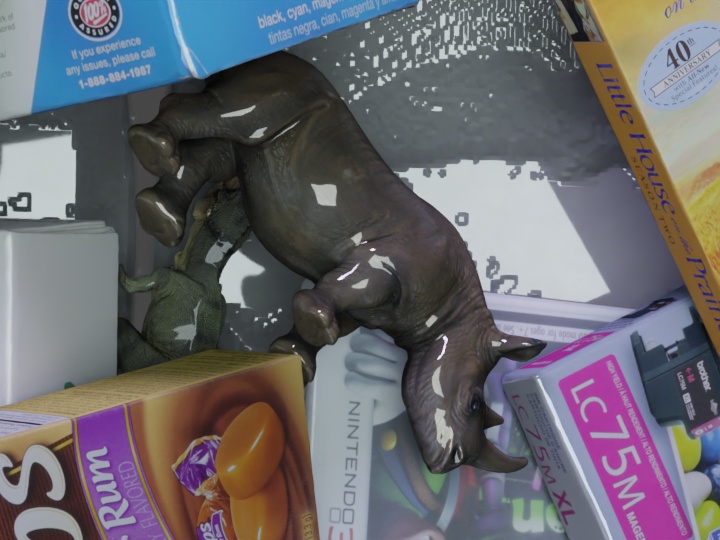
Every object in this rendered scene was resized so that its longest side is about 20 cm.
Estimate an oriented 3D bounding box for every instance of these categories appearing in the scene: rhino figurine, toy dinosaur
[{"bbox_3d":[0.000,0.000,1.084,0.200,0.060,0.087,48,57,-10],"label":"rhino figurine"},{"bbox_3d":[-0.091,0.050,1.136,0.088,0.047,0.201,1,73,30],"label":"toy dinosaur"}]

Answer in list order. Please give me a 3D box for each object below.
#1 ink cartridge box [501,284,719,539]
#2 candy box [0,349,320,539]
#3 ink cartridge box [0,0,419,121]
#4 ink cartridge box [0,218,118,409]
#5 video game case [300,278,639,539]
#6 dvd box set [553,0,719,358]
[{"bbox_3d":[0.166,0.056,1.159,0.200,0.042,0.120,-25,94,-24],"label":"ink cartridge box"},{"bbox_3d":[-0.101,0.104,1.017,0.200,0.056,0.117,-15,102,-42],"label":"candy box"},{"bbox_3d":[-0.095,-0.167,1.024,0.147,0.144,0.201,-8,100,38],"label":"ink cartridge box"},{"bbox_3d":[-0.172,0.079,1.096,0.146,0.084,0.201,0,91,24],"label":"ink cartridge box"},{"bbox_3d":[0.066,0.102,1.145,0.199,0.023,0.183,7,82,-23],"label":"video game case"},{"bbox_3d":[0.166,-0.072,1.116,0.146,0.029,0.201,-32,107,-21],"label":"dvd box set"}]
